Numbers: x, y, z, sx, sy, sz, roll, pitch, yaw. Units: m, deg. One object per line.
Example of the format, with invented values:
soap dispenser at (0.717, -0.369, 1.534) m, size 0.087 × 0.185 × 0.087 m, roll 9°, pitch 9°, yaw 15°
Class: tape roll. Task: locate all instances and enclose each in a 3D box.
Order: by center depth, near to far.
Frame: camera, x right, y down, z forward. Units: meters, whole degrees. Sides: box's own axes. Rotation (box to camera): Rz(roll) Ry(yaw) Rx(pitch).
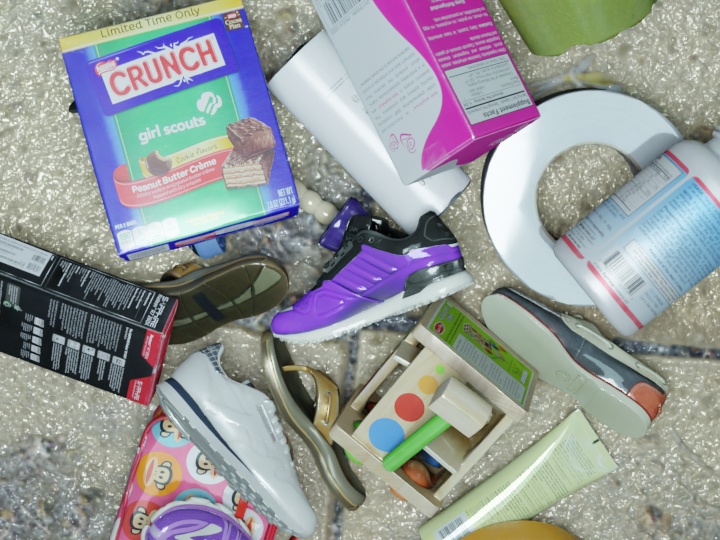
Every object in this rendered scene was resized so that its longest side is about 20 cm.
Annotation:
tape roll at (0.213, -0.070, 1.311) m, size 0.200 × 0.066 × 0.200 m, roll 0°, pitch 100°, yaw 2°

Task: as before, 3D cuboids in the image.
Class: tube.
tube at (0.152, 0.220, 1.372) m, size 0.200 × 0.058 × 0.052 m, roll -35°, pitch 58°, yaw 4°

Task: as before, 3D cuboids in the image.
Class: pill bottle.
pill bottle at (0.276, -0.042, 1.226) m, size 0.200 × 0.109 × 0.109 m, roll -39°, pitch 96°, yaw 7°

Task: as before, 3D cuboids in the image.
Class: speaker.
speaker at (0.007, -0.129, 1.301) m, size 0.081 × 0.081 × 0.200 m, roll -44°, pitch 96°, yaw 8°

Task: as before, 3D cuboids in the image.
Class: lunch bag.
lunch bag at (-0.146, 0.240, 1.370) m, size 0.176 × 0.082 × 0.200 m, roll 17°, pitch 99°, yaw -6°

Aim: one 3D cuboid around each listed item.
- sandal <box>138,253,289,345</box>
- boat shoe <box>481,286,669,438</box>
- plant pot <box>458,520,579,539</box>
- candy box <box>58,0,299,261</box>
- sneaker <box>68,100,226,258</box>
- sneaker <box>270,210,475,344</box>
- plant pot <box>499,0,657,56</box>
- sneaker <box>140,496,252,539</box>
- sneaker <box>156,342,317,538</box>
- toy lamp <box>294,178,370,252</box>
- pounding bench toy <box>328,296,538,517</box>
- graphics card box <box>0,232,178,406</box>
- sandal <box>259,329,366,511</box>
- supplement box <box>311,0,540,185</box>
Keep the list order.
sandal at (-0.157, 0.018, 1.335) m, size 0.200 × 0.055 × 0.082 m, roll -20°, pitch 129°, yaw 25°
boat shoe at (0.205, 0.077, 1.338) m, size 0.200 × 0.071 × 0.063 m, roll 37°, pitch 59°, yaw 3°
plant pot at (0.162, 0.365, 1.300) m, size 0.200 × 0.183 × 0.200 m, roll -4°, pitch 110°, yaw -10°
candy box at (-0.160, -0.127, 1.252) m, size 0.169 × 0.077 × 0.200 m, roll -16°, pitch 86°, yaw -7°
sneaker at (-0.200, -0.092, 1.323) m, size 0.078 × 0.070 × 0.200 m, roll -28°, pitch 90°, yaw 7°
sneaker at (0.000, 0.000, 1.288) m, size 0.200 × 0.070 × 0.100 m, roll -20°, pitch 91°, yaw 20°
plant pot at (0.171, -0.297, 1.229) m, size 0.200 × 0.200 × 0.190 m, roll -23°, pitch 110°, yaw 5°
sneaker at (-0.113, 0.286, 1.298) m, size 0.200 × 0.083 × 0.081 m, roll 39°, pitch 92°, yaw -17°
sneaker at (-0.099, 0.158, 1.292) m, size 0.080 × 0.076 × 0.200 m, roll -39°, pitch 88°, yaw -23°
toy lamp at (-0.067, -0.078, 1.324) m, size 0.200 × 0.058 × 0.058 m, roll 34°, pitch 99°, yaw -3°
pounding bench toy at (0.057, 0.137, 1.269) m, size 0.124 × 0.200 × 0.156 m, roll 40°, pitch 107°, yaw 0°
graphics card box at (-0.278, 0.045, 1.323) m, size 0.200 × 0.051 × 0.125 m, roll 19°, pitch 140°, yaw -1°
sandal at (-0.037, 0.138, 1.347) m, size 0.054 × 0.080 × 0.200 m, roll -27°, pitch 101°, yaw 8°
supplement box at (0.055, -0.192, 1.241) m, size 0.101 × 0.103 × 0.200 m, roll -30°, pitch 83°, yaw 47°
